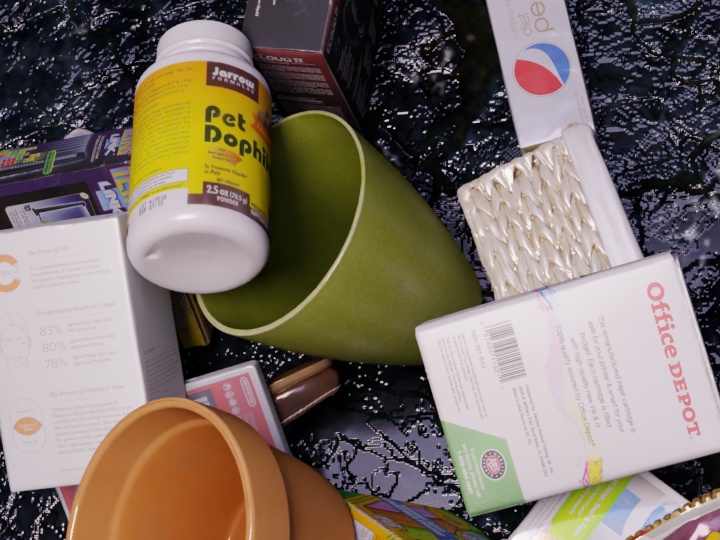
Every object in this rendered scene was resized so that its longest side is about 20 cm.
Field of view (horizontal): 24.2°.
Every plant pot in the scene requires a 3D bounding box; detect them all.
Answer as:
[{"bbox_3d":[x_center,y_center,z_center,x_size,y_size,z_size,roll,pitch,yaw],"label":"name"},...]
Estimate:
[{"bbox_3d":[0.000,0.000,1.353,0.186,0.199,0.188,-25,51,35],"label":"plant pot"},{"bbox_3d":[-0.098,0.201,1.208,0.199,0.140,0.202,-15,68,40],"label":"plant pot"}]

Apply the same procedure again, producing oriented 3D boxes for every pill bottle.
[{"bbox_3d":[-0.122,-0.091,1.294,0.108,0.109,0.201,-8,58,9],"label":"pill bottle"}]

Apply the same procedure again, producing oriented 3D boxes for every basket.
[{"bbox_3d":[0.169,0.007,1.360,0.123,0.136,0.201,-22,71,6],"label":"basket"}]

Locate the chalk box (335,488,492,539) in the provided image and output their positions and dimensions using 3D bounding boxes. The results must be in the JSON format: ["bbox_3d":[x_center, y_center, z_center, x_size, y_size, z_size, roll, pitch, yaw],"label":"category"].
[{"bbox_3d":[0.048,0.257,1.291,0.124,0.199,0.126,28,95,44],"label":"chalk box"}]

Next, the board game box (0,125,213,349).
[{"bbox_3d":[-0.229,-0.016,1.414,0.164,0.201,0.057,-10,37,10],"label":"board game box"}]

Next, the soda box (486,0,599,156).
[{"bbox_3d":[0.153,-0.193,1.458,0.068,0.064,0.201,-13,73,8],"label":"soda box"}]

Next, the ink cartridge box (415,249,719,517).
[{"bbox_3d":[0.158,0.081,1.237,0.199,0.084,0.146,-17,90,13],"label":"ink cartridge box"}]

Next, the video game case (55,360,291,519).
[{"bbox_3d":[-0.153,0.168,1.381,0.199,0.017,0.144,-17,100,13],"label":"video game case"}]

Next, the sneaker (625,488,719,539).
[{"bbox_3d":[0.226,0.228,1.216,0.199,0.075,0.090,-31,79,9],"label":"sneaker"}]

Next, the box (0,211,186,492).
[{"bbox_3d":[-0.216,0.060,1.315,0.123,0.097,0.202,-7,94,13],"label":"box"}]

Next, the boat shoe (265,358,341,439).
[{"bbox_3d":[-0.098,0.140,1.413,0.199,0.070,0.071,-28,87,12],"label":"boat shoe"}]

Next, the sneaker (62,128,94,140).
[{"bbox_3d":[-0.193,-0.089,1.470,0.199,0.115,0.075,-32,71,1],"label":"sneaker"}]

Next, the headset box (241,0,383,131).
[{"bbox_3d":[-0.039,-0.225,1.433,0.077,0.200,0.150,6,76,13],"label":"headset box"}]

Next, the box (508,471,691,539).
[{"bbox_3d":[0.229,0.232,1.300,0.200,0.101,0.113,37,85,18],"label":"box"}]
